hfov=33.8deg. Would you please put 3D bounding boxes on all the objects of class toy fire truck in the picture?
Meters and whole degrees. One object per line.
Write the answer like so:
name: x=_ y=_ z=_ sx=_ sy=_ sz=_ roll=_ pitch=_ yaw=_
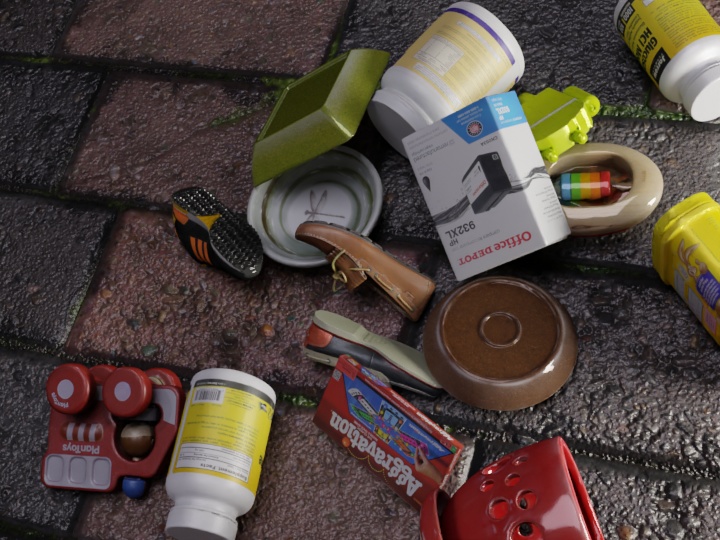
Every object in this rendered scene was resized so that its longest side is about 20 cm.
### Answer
toy fire truck: x=-0.325 y=0.211 z=1.563 sx=0.197 sy=0.112 sz=0.170 roll=2 pitch=85 yaw=17

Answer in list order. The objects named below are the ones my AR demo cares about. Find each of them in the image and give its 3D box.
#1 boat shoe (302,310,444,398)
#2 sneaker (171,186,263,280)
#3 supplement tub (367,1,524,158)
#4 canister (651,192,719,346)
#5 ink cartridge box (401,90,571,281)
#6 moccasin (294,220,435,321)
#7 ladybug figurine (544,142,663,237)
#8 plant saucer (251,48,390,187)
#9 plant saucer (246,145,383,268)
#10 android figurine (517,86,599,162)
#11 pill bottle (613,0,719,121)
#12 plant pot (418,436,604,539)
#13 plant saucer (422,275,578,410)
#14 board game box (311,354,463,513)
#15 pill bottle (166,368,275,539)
boat shoe: x=0.018 y=0.120 z=1.531 sx=0.198 sy=0.071 sz=0.063 roll=25 pitch=106 yaw=12
sneaker: x=-0.200 y=-0.034 z=1.669 sx=0.069 sy=0.091 sz=0.200 roll=-22 pitch=48 yaw=-31
supplement tub: x=0.119 y=-0.262 z=1.670 sx=0.145 sy=0.146 sz=0.200 roll=36 pitch=75 yaw=30
canister: x=0.441 y=0.026 z=1.416 sx=0.086 sy=0.149 sz=0.201 roll=-30 pitch=60 yaw=-3
ink cartridge box: x=0.161 y=-0.107 z=1.524 sx=0.144 sy=0.083 sz=0.202 roll=-23 pitch=89 yaw=35
moccasin: x=0.000 y=0.000 z=1.572 sx=0.200 sy=0.074 sz=0.078 roll=32 pitch=81 yaw=-8
ladybug figurine: x=0.299 y=-0.100 z=1.570 sx=0.197 sy=0.072 sz=0.137 roll=1 pitch=61 yaw=16
plant saucer: x=-0.067 y=-0.230 z=1.679 sx=0.199 sy=0.048 sz=0.201 roll=-22 pitch=33 yaw=38
plant saucer: x=-0.060 y=-0.084 z=1.676 sx=0.198 sy=0.050 sz=0.202 roll=-7 pitch=60 yaw=12
android figurine: x=0.238 y=-0.191 z=1.605 sx=0.181 sy=0.041 sz=0.200 roll=-33 pitch=26 yaw=-6
pill bottle: x=0.439 y=-0.304 z=1.623 sx=0.111 sy=0.113 sz=0.201 roll=-25 pitch=57 yaw=0
plant pot: x=0.174 y=0.308 z=1.306 sx=0.181 sy=0.201 sz=0.202 roll=-23 pitch=57 yaw=12
plant saucer: x=0.177 y=0.082 z=1.503 sx=0.198 sy=0.035 sz=0.202 roll=-3 pitch=53 yaw=4
board game box: x=0.030 y=0.202 z=1.470 sx=0.199 sy=0.019 sz=0.104 roll=36 pitch=115 yaw=29
pill bottle: x=-0.178 y=0.235 z=1.482 sx=0.111 sy=0.113 sz=0.202 roll=3 pitch=62 yaw=17
